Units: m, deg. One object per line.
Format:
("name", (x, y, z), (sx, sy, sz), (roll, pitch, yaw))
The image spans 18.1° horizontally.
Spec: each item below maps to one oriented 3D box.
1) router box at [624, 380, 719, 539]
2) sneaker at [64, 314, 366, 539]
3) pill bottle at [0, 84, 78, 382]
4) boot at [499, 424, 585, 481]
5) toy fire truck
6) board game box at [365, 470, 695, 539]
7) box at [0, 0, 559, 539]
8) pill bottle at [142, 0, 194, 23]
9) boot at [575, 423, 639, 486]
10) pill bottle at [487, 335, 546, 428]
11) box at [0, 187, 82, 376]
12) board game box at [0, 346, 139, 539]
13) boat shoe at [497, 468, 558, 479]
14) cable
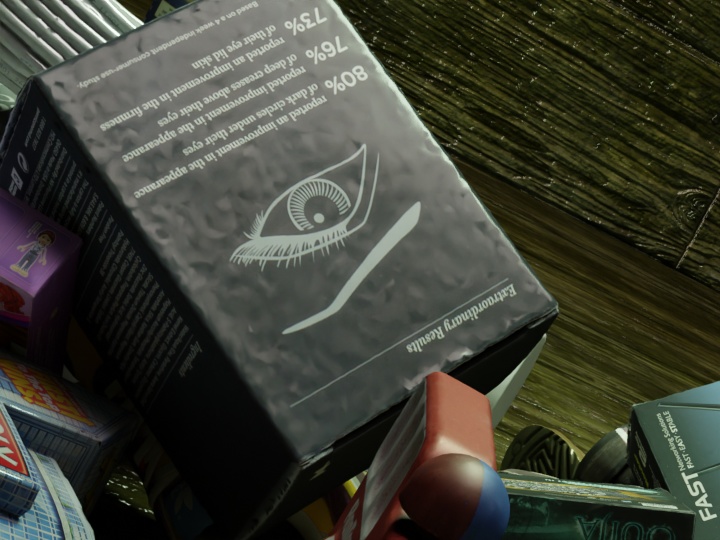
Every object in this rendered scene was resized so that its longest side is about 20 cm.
("router box", (0.245, 0.144, 1.207), (0.062, 0.149, 0.201), (84, -13, -53))
("sneaker", (-0.073, 0.071, 1.007), (0.200, 0.075, 0.090), (43, 27, -7))
("pill bottle", (-0.185, -0.024, 1.149), (0.116, 0.116, 0.200), (24, 10, -35))
("boot", (0.193, 0.184, 1.408), (0.200, 0.066, 0.175), (22, 24, -40))
("toy fire truck", (-0.009, 0.121, 0.724), (0.112, 0.168, 0.200), (29, 8, -2))
("board game box", (0.062, 0.118, 1.136), (0.199, 0.028, 0.135), (6, -1, 3))
("box", (-0.040, -0.009, 0.965), (0.200, 0.148, 0.104), (56, -30, 11))
("pill bottle", (-0.118, -0.094, 1.486), (0.111, 0.201, 0.111), (29, 8, -4))
("boot", (0.225, 0.166, 1.317), (0.200, 0.069, 0.174), (-3, 46, -48))
("pill bottle", (0.015, 0.031, 1.506), (0.200, 0.114, 0.114), (32, 9, 9))
("box", (-0.217, -0.015, 0.984), (0.200, 0.039, 0.137), (31, -34, 9))
("board game box", (-0.166, 0.067, 0.869), (0.199, 0.062, 0.200), (25, 10, -29))
("boat shoe", (0.113, 0.166, 1.211), (0.059, 0.072, 0.200), (26, 15, -42))
("cable", (-0.140, -0.109, 1.178), (0.200, 0.069, 0.200), (40, 2, 12))
